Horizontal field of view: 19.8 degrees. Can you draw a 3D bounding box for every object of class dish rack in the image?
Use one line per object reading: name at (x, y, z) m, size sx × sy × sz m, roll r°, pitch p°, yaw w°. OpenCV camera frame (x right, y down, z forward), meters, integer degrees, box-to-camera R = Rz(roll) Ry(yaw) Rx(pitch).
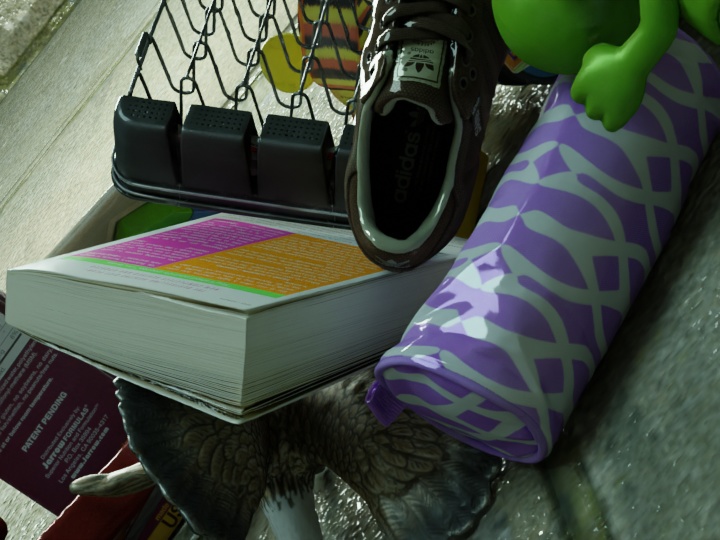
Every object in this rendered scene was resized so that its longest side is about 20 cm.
dish rack at (-0.029, -0.119, 1.003) m, size 0.055 × 0.153 × 0.201 m, roll 85°, pitch -164°, yaw -54°

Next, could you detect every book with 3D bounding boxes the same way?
book at (-0.043, 0.005, 0.924) m, size 0.200 × 0.133 × 0.048 m, roll -18°, pitch -63°, yaw -53°

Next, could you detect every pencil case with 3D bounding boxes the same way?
pencil case at (0.081, -0.018, 0.860) m, size 0.085 × 0.084 × 0.200 m, roll 14°, pitch 62°, yaw 35°

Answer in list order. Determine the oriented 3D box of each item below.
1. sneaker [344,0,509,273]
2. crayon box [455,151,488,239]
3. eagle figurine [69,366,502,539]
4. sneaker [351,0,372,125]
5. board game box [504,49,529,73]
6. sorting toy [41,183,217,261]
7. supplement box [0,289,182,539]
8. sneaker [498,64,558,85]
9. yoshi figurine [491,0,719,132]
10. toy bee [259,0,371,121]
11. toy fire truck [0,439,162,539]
sneaker at (0.035, -0.096, 0.862) m, size 0.076 × 0.070 × 0.201 m, roll -78°, pitch -5°, yaw -77°
crayon box at (0.000, 0.000, 1.097) m, size 0.200 × 0.051 × 0.126 m, roll -42°, pitch 21°, yaw 36°
eagle figurine at (-0.035, 0.074, 0.935) m, size 0.152 × 0.151 × 0.200 m, roll -47°, pitch 4°, yaw -17°
sneaker at (0.031, -0.154, 1.077) m, size 0.201 × 0.080 × 0.070 m, roll -66°, pitch 18°, yaw -9°
board game box at (0.128, -0.149, 0.973) m, size 0.096 × 0.030 × 0.200 m, roll -43°, pitch -5°, yaw 27°
sorting toy at (-0.121, -0.013, 1.317) m, size 0.185 × 0.037 × 0.200 m, roll -7°, pitch -24°, yaw -49°
supplement box at (-0.190, 0.076, 1.192) m, size 0.086 × 0.200 × 0.110 m, roll -55°, pitch 18°, yaw -5°
sneaker at (0.118, -0.188, 1.115) m, size 0.200 × 0.073 × 0.082 m, roll -56°, pitch 16°, yaw -12°
yoshi figurine at (0.128, -0.107, 0.801) m, size 0.112 × 0.199 × 0.113 m, roll -16°, pitch -57°, yaw -60°
toy bee at (0.021, -0.109, 1.185) m, size 0.130 × 0.199 × 0.109 m, roll 5°, pitch 90°, yaw 42°
toy fire truck at (-0.161, 0.175, 1.071) m, size 0.168 × 0.112 × 0.200 m, roll -46°, pitch -11°, yaw -51°
